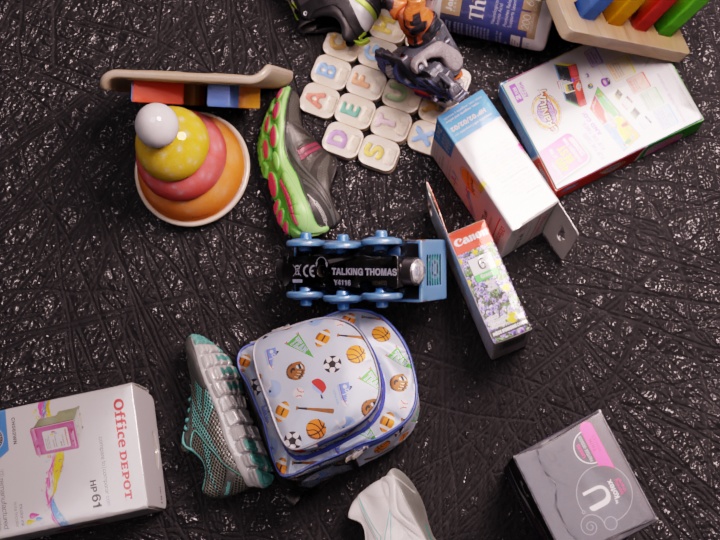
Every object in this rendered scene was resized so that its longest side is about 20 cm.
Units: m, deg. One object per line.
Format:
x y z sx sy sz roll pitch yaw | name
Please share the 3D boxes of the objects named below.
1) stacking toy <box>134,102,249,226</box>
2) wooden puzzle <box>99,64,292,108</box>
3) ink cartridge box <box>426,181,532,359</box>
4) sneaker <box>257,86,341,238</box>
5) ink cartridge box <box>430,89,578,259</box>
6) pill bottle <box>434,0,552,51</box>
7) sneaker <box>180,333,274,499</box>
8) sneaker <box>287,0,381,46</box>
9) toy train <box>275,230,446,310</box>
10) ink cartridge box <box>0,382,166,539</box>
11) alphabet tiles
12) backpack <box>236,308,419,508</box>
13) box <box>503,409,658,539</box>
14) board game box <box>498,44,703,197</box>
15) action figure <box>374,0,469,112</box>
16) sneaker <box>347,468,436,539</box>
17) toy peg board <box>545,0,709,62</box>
-0.213 -0.144 1.326 0.144 0.200 0.148 -1 76 4 | stacking toy
-0.189 -0.215 1.357 0.197 0.185 0.047 -1 97 6 | wooden puzzle
0.134 -0.005 1.311 0.050 0.109 0.202 -21 76 -1 | ink cartridge box
-0.072 -0.129 1.387 0.083 0.077 0.202 1 66 -31 | sneaker
0.163 -0.093 1.323 0.067 0.115 0.201 -31 77 -8 | ink cartridge box
0.141 -0.342 1.389 0.197 0.111 0.112 14 78 8 | pill bottle
-0.175 0.171 1.316 0.091 0.078 0.202 -29 68 13 | sneaker
-0.068 -0.342 1.423 0.198 0.072 0.083 29 84 17 | sneaker
0.000 0.000 1.296 0.198 0.114 0.088 0 90 35 | toy train
-0.334 0.221 1.309 0.197 0.085 0.146 -12 76 1 | ink cartridge box
0.030 -0.225 1.421 0.193 0.015 0.202 21 80 9 | alphabet tiles
-0.029 0.132 1.278 0.188 0.154 0.202 -19 73 -10 | backpack
0.225 0.233 1.200 0.105 0.200 0.123 -27 76 -2 | box
0.288 -0.198 1.379 0.198 0.040 0.154 -25 76 -1 | board game box
0.086 -0.268 1.318 0.104 0.195 0.200 -32 37 -12 | action figure
0.056 0.327 1.267 0.080 0.070 0.202 -31 73 13 | sneaker
0.301 -0.362 1.320 0.197 0.098 0.202 3 59 -33 | toy peg board
